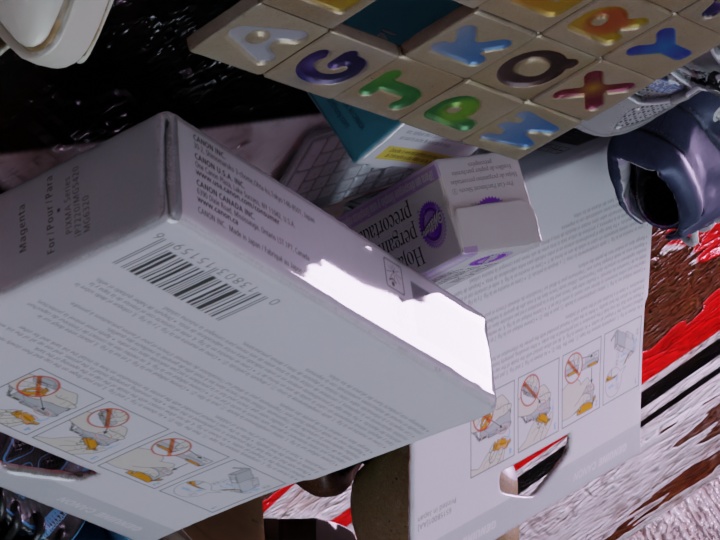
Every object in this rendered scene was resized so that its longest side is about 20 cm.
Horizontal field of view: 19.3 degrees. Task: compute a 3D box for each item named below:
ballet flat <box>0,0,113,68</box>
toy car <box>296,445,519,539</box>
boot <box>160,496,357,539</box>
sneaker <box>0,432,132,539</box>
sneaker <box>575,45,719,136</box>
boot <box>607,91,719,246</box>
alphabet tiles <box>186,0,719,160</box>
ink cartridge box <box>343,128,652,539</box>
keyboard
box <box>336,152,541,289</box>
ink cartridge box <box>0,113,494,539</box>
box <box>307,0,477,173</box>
[{"bbox_3d":[-0.103,-0.062,0.550,0.200,0.063,0.067,-39,164,16],"label":"ballet flat"},{"bbox_3d":[0.049,0.102,1.082,0.157,0.201,0.164,-37,164,10],"label":"toy car"},{"bbox_3d":[-0.102,0.143,1.130,0.146,0.071,0.200,-17,142,38],"label":"boot"},{"bbox_3d":[-0.150,0.084,0.848,0.073,0.082,0.200,-36,163,19],"label":"sneaker"},{"bbox_3d":[0.139,-0.100,0.830,0.074,0.082,0.200,19,146,-24],"label":"sneaker"},{"bbox_3d":[0.158,-0.048,1.002,0.091,0.072,0.200,-58,153,-12],"label":"boot"},{"bbox_3d":[0.071,-0.096,0.672,0.199,0.008,0.167,-29,151,36],"label":"alphabet tiles"},{"bbox_3d":[0.069,0.032,1.003,0.199,0.043,0.175,-22,120,-47],"label":"ink cartridge box"},{"bbox_3d":[0.038,-0.062,0.930,0.199,0.011,0.056,-20,159,-42],"label":"keyboard"},{"bbox_3d":[0.000,0.000,0.873,0.041,0.039,0.200,-10,170,-33],"label":"box"},{"bbox_3d":[-0.074,0.031,0.773,0.173,0.044,0.200,-23,147,28],"label":"ink cartridge box"},{"bbox_3d":[0.074,-0.116,0.771,0.200,0.049,0.082,-40,163,19],"label":"box"}]
